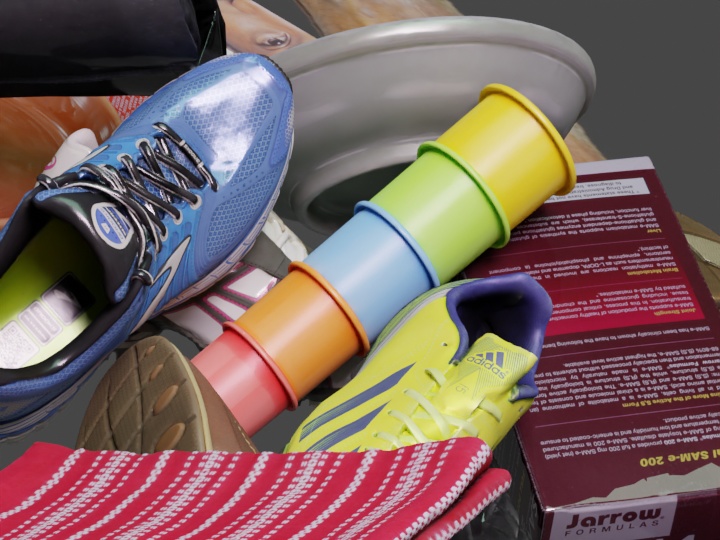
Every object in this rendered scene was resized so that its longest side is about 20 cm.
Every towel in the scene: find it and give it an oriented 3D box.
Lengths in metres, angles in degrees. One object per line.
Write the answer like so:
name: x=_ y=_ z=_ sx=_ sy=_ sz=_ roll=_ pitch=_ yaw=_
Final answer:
towel: x=-0.070 y=0.086 z=0.630 sx=0.199 sy=0.023 sz=0.144 roll=-4 pitch=15 yaw=34

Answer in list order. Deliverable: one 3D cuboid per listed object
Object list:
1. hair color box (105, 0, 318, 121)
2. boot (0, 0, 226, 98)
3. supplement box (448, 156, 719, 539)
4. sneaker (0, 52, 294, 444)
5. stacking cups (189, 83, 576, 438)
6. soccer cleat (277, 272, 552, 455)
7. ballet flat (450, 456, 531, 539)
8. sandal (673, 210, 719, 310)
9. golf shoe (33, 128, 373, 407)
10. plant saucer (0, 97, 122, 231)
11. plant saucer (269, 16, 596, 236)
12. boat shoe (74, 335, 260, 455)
hair color box: x=-0.121 y=-0.124 z=1.069 sx=0.200 sy=0.064 sz=0.111 roll=33 pitch=32 yaw=20
boot: x=-0.166 y=-0.109 z=0.833 sx=0.199 sy=0.066 sz=0.165 roll=2 pitch=-7 yaw=11
supplement box: x=0.103 y=0.040 z=0.876 sx=0.108 sy=0.061 sz=0.201 roll=-6 pitch=45 yaw=-9
sneaker: x=-0.092 y=-0.013 z=0.792 sx=0.078 sy=0.089 sz=0.200 roll=41 pitch=70 yaw=-3
stacking cups: x=0.000 y=0.000 z=0.844 sx=0.200 sy=0.061 sz=0.060 roll=-38 pitch=55 yaw=-17
soccer cleat: x=0.025 y=0.057 z=0.746 sx=0.065 sy=0.084 sz=0.200 roll=51 pitch=29 yaw=-11
ballet flat: x=0.041 y=0.121 z=0.789 sx=0.066 sy=0.057 sz=0.200 roll=-28 pitch=38 yaw=0
sandal: x=0.098 y=0.011 z=0.989 sx=0.199 sy=0.054 sz=0.081 roll=-7 pitch=44 yaw=-13
golf shoe: x=-0.053 y=0.002 z=0.880 sx=0.199 sy=0.088 sz=0.077 roll=12 pitch=29 yaw=-14
plant saucer: x=-0.211 y=-0.066 z=0.955 sx=0.199 sy=0.032 sz=0.201 roll=13 pitch=31 yaw=-8
plant saucer: x=0.018 y=-0.056 z=0.952 sx=0.199 sy=0.200 sz=0.051 roll=1 pitch=69 yaw=-28
boat shoe: x=-0.054 y=0.106 z=0.738 sx=0.067 sy=0.072 sz=0.200 roll=32 pitch=20 yaw=-39
